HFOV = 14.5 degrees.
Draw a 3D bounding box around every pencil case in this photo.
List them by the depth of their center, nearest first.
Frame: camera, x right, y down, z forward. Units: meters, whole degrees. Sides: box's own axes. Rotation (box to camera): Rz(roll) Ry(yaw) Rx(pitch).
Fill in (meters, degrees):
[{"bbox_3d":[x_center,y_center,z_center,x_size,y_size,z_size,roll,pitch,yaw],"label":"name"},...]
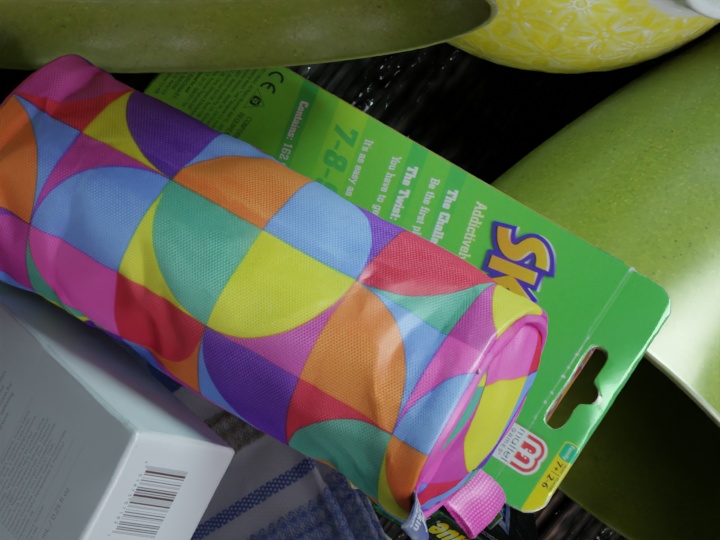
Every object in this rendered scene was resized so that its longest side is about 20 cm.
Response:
[{"bbox_3d":[-0.036,0.008,0.909,0.089,0.199,0.089,-51,162,-23],"label":"pencil case"}]

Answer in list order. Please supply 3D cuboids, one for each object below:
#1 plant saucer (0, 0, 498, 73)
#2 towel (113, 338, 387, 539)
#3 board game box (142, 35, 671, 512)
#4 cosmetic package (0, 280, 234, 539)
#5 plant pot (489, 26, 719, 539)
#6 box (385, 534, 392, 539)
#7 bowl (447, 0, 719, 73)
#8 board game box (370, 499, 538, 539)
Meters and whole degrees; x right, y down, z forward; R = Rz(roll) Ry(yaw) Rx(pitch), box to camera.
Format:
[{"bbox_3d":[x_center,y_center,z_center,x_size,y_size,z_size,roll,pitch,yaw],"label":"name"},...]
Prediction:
[{"bbox_3d":[-0.056,-0.091,0.889,0.199,0.199,0.031,2,85,-43],"label":"plant saucer"},{"bbox_3d":[-0.061,0.103,0.966,0.146,0.201,0.024,-32,148,6],"label":"towel"},{"bbox_3d":[0.000,0.000,0.968,0.096,0.199,0.030,-54,162,-18],"label":"board game box"},{"bbox_3d":[-0.142,0.105,0.955,0.052,0.151,0.201,14,108,-48],"label":"cosmetic package"},{"bbox_3d":[0.149,-0.014,1.085,0.200,0.187,0.187,-49,140,-18],"label":"plant pot"},{"bbox_3d":[-0.029,0.111,1.026,0.069,0.200,0.082,-53,139,2],"label":"box"},{"bbox_3d":[0.110,-0.151,1.039,0.199,0.108,0.201,-24,132,-30],"label":"bowl"},{"bbox_3d":[0.009,0.047,1.097,0.023,0.105,0.200,-22,145,24],"label":"board game box"}]
